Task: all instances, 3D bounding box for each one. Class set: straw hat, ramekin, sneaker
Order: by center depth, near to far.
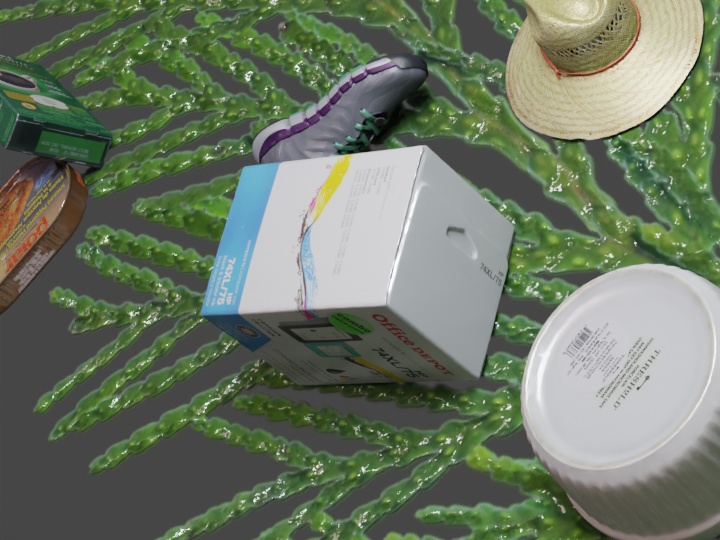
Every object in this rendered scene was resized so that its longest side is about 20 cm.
[{"bbox_3d":[0.210,0.092,1.369,0.199,0.105,0.202,-21,52,29],"label":"ramekin"},{"bbox_3d":[0.187,-0.213,1.598,0.200,0.085,0.203,-21,52,29],"label":"straw hat"},{"bbox_3d":[-0.009,-0.120,1.730,0.199,0.074,0.088,-30,64,32],"label":"sneaker"}]

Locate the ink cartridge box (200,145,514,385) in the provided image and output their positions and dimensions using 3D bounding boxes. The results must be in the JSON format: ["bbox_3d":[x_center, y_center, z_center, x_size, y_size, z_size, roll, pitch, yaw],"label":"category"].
[{"bbox_3d":[0.000,0.000,1.574,0.199,0.147,0.147,-5,60,39],"label":"ink cartridge box"}]

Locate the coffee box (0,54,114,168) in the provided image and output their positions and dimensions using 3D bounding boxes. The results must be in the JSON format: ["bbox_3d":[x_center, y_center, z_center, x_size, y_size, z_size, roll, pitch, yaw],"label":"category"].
[{"bbox_3d":[-0.358,-0.176,2.008,0.200,0.122,0.044,42,113,45],"label":"coffee box"}]

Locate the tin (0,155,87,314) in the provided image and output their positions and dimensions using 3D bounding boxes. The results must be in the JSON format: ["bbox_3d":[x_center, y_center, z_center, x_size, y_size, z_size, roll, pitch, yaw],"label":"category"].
[{"bbox_3d":[-0.365,-0.032,1.983,0.200,0.042,0.112,-47,40,6],"label":"tin"}]
